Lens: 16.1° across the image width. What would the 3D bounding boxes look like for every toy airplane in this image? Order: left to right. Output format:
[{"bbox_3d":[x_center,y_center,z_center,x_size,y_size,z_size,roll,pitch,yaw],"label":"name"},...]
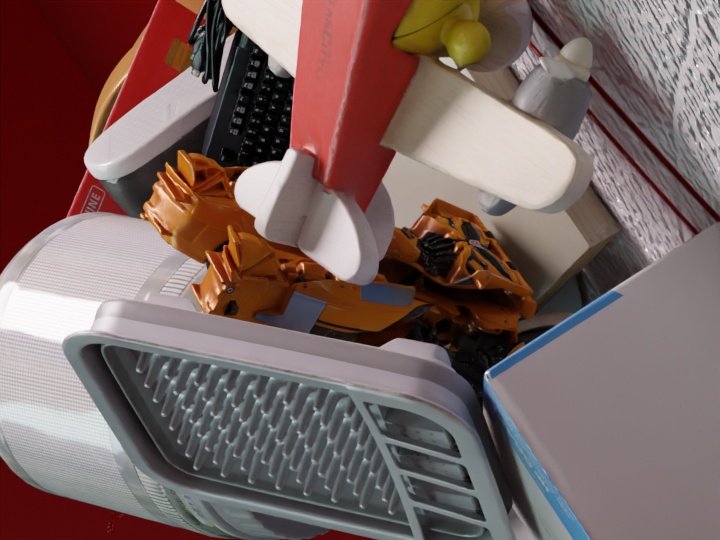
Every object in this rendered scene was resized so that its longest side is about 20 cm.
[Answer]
[{"bbox_3d":[0.019,-0.093,1.148,0.199,0.141,0.200,-35,72,52],"label":"toy airplane"}]

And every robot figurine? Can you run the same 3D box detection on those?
[{"bbox_3d":[0.000,0.000,1.248,0.200,0.058,0.145,9,-150,-32],"label":"robot figurine"}]

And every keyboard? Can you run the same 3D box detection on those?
[{"bbox_3d":[-0.046,-0.115,1.360,0.104,0.040,0.200,20,131,0],"label":"keyboard"}]

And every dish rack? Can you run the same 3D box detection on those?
[{"bbox_3d":[-0.025,0.068,1.168,0.200,0.044,0.172,10,153,19],"label":"dish rack"}]

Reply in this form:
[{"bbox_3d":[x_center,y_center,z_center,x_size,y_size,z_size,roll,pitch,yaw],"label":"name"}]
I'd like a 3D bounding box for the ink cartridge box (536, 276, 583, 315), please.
[{"bbox_3d":[0.068,0.018,1.530,0.147,0.083,0.200,52,171,30],"label":"ink cartridge box"}]

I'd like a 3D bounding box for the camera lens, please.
[{"bbox_3d":[-0.097,0.056,1.373,0.200,0.160,0.160,10,140,40],"label":"camera lens"}]

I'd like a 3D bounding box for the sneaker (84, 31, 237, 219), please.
[{"bbox_3d":[-0.058,-0.079,1.485,0.071,0.200,0.099,28,149,57],"label":"sneaker"}]

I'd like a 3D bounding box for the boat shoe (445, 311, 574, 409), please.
[{"bbox_3d":[0.056,0.079,1.347,0.073,0.063,0.200,44,142,-15],"label":"boat shoe"}]

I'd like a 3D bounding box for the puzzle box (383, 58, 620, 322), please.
[{"bbox_3d":[0.048,-0.025,1.354,0.133,0.025,0.200,56,145,10],"label":"puzzle box"}]

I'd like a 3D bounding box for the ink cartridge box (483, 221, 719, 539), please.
[{"bbox_3d":[0.138,0.086,1.156,0.125,0.128,0.200,56,173,13],"label":"ink cartridge box"}]

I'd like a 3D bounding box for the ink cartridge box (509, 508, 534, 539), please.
[{"bbox_3d":[0.120,0.172,1.347,0.145,0.200,0.147,53,174,-14],"label":"ink cartridge box"}]

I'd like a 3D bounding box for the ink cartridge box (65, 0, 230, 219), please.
[{"bbox_3d":[-0.073,-0.054,1.553,0.176,0.200,0.045,33,148,-23],"label":"ink cartridge box"}]

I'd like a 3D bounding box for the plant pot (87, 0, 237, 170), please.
[{"bbox_3d":[-0.085,-0.103,1.709,0.140,0.200,0.200,-102,-14,-59],"label":"plant pot"}]
